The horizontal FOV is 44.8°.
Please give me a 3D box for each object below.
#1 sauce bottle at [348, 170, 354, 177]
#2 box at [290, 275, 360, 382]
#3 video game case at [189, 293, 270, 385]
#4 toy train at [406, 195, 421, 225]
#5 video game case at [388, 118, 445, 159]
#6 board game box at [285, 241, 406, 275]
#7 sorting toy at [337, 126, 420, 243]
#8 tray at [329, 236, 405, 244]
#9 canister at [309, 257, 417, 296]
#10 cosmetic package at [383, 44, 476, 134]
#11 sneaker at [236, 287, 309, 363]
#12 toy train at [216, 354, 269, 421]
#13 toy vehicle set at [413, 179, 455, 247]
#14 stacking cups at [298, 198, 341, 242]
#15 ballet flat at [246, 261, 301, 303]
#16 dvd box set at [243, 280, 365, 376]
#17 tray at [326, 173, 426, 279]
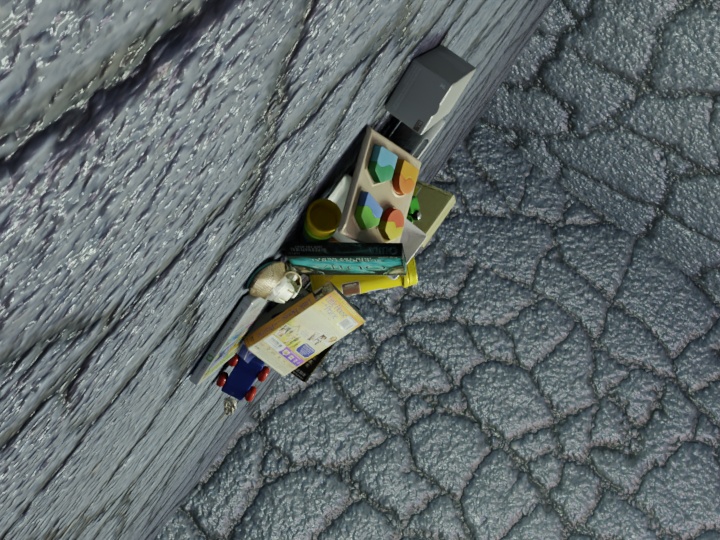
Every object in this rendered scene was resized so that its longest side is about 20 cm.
[{"bbox_3d":[-0.002,-0.152,1.626,0.200,0.066,0.066,-58,175,35],"label":"sauce bottle"},{"bbox_3d":[-0.119,0.111,1.840,0.200,0.160,0.049,-52,176,-31],"label":"box"},{"bbox_3d":[-0.218,0.103,1.561,0.182,0.022,0.200,-55,177,14],"label":"video game case"},{"bbox_3d":[0.029,-0.113,1.682,0.200,0.057,0.042,-1,-157,38],"label":"toy train"},{"bbox_3d":[0.074,-0.226,1.696,0.182,0.022,0.200,-54,-162,2],"label":"video game case"},{"bbox_3d":[-0.021,-0.019,1.531,0.135,0.199,0.028,65,26,-74],"label":"board game box"},{"bbox_3d":[0.042,-0.129,1.511,0.200,0.036,0.186,24,80,-57],"label":"sorting toy"},{"bbox_3d":[-0.001,-0.063,1.713,0.200,0.037,0.099,-8,-166,19],"label":"tray"},{"bbox_3d":[0.000,0.000,1.729,0.200,0.087,0.149,-11,-171,-4],"label":"canister"},{"bbox_3d":[0.125,-0.318,1.525,0.107,0.090,0.200,-56,173,26],"label":"cosmetic package"},{"bbox_3d":[-0.155,0.112,1.732,0.200,0.115,0.081,-54,176,-3],"label":"sneaker"},{"bbox_3d":[-0.254,0.223,1.874,0.200,0.085,0.116,-56,-171,36],"label":"toy train"},{"bbox_3d":[0.080,-0.138,1.798,0.124,0.200,0.027,-53,150,-19],"label":"toy vehicle set"},{"bbox_3d":[-0.081,-0.067,1.536,0.061,0.060,0.200,-53,-178,-19],"label":"stacking cups"},{"bbox_3d":[-0.136,0.021,1.483,0.071,0.065,0.200,-51,177,11],"label":"ballet flat"},{"bbox_3d":[-0.104,0.113,1.668,0.200,0.029,0.146,-35,143,7],"label":"dvd box set"},{"bbox_3d":[0.016,-0.079,1.603,0.107,0.200,0.022,-54,-161,1],"label":"tray"}]
